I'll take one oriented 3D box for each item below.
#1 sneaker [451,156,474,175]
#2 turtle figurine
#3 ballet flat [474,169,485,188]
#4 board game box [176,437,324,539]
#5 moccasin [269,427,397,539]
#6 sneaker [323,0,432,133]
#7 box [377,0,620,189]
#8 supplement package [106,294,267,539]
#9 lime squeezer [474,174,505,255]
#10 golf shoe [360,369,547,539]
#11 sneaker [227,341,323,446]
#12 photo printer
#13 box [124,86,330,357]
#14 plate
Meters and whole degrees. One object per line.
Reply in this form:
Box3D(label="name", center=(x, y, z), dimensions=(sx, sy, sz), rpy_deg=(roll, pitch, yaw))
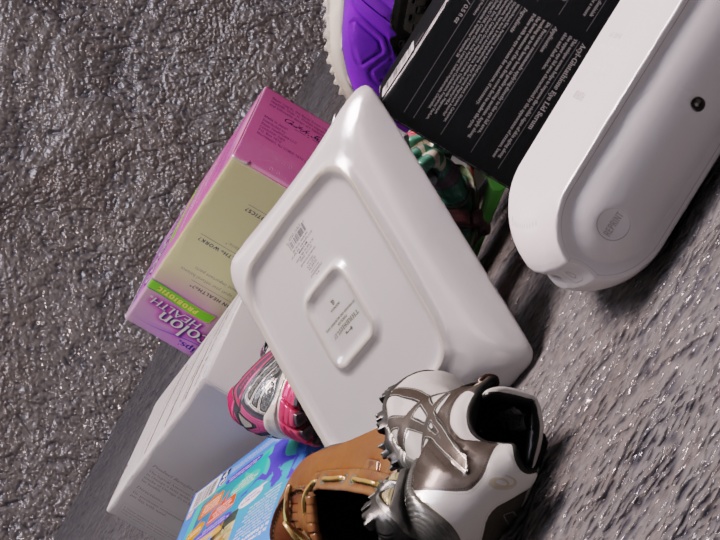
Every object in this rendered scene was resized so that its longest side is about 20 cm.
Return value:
Box3D(label="sneaker", center=(0.000, 0.000, 1.642), dimensions=(0.078, 0.115, 0.200), rpy_deg=(117, 168, -68))
Box3D(label="turtle figurine", center=(0.033, -0.029, 1.540), dimensions=(0.150, 0.101, 0.200), rpy_deg=(133, 138, -54))
Box3D(label="ballet flat", center=(0.059, -0.147, 1.681), dimensions=(0.069, 0.069, 0.200), rpy_deg=(-133, 47, -82))
Box3D(label="board game box", center=(-0.077, 0.191, 1.676), dimensions=(0.152, 0.045, 0.200), rpy_deg=(-38, 18, 32))
Box3D(label="moccasin", center=(-0.004, 0.145, 1.431), dimensions=(0.078, 0.074, 0.201), rpy_deg=(-54, 14, -29))
Box3D(label="sneaker", center=(0.032, -0.182, 1.589), dimensions=(0.099, 0.200, 0.070), rpy_deg=(4, 20, 38))
Box3D(label="box", center=(0.120, -0.149, 1.458), dimensions=(0.200, 0.141, 0.079), rpy_deg=(-57, 6, 14))
Box3D(label="supplement package", center=(-0.090, 0.120, 1.861), dimensions=(0.200, 0.117, 0.117), rpy_deg=(-51, 12, 46))
Box3D(label="lime squeezer", center=(0.094, -0.095, 1.650), dimensions=(0.071, 0.038, 0.200), rpy_deg=(25, 106, 62))
Box3D(label="golf shoe", center=(0.059, 0.091, 1.259), dimensions=(0.094, 0.078, 0.200), rpy_deg=(-39, 15, 15))
Box3D(label="sneaker", center=(-0.019, 0.039, 1.704), dimensions=(0.075, 0.081, 0.200), rpy_deg=(3, 37, 37))
Box3D(label="photo printer", center=(0.148, -0.082, 1.290), dimensions=(0.200, 0.069, 0.166), rpy_deg=(-59, 8, 5))
Box3D(label="box", center=(-0.053, -0.008, 1.891), dimensions=(0.200, 0.176, 0.097), rpy_deg=(-54, 10, 39))
Box3D(label="plate", center=(-0.002, 0.024, 1.467), dimensions=(0.032, 0.200, 0.200), rpy_deg=(-14, -25, -37))
